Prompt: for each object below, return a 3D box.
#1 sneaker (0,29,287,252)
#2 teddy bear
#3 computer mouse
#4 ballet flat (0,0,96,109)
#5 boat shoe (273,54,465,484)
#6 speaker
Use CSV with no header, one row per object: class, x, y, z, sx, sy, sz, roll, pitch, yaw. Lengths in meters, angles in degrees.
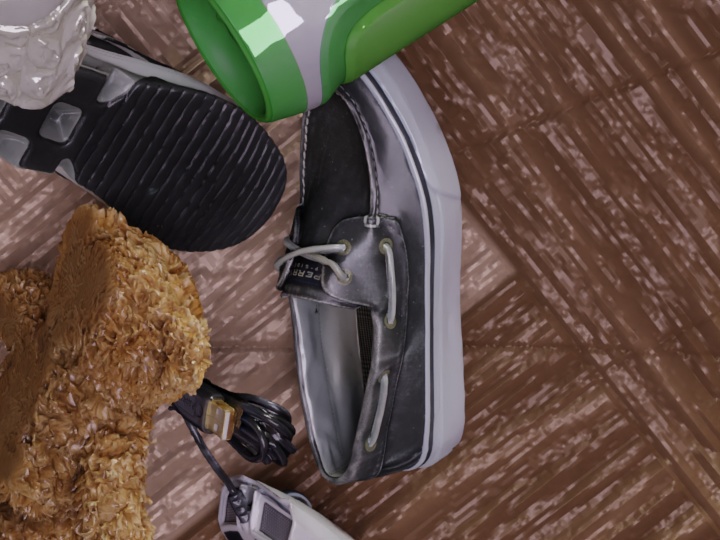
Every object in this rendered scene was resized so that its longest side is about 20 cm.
sneaker,-0.118,-0.074,1.268,0.200,0.089,0.074,26,107,-37
teddy bear,-0.124,0.065,1.274,0.067,0.145,0.200,12,108,-36
computer mouse,-0.028,0.117,1.323,0.044,0.110,0.200,-41,119,-21
ballet flat,-0.127,-0.151,1.062,0.072,0.072,0.201,0,105,-6
boat shoe,0.000,0.000,1.284,0.071,0.072,0.200,-23,111,-38
speaker,0.024,-0.143,1.233,0.200,0.088,0.089,-33,106,-13
